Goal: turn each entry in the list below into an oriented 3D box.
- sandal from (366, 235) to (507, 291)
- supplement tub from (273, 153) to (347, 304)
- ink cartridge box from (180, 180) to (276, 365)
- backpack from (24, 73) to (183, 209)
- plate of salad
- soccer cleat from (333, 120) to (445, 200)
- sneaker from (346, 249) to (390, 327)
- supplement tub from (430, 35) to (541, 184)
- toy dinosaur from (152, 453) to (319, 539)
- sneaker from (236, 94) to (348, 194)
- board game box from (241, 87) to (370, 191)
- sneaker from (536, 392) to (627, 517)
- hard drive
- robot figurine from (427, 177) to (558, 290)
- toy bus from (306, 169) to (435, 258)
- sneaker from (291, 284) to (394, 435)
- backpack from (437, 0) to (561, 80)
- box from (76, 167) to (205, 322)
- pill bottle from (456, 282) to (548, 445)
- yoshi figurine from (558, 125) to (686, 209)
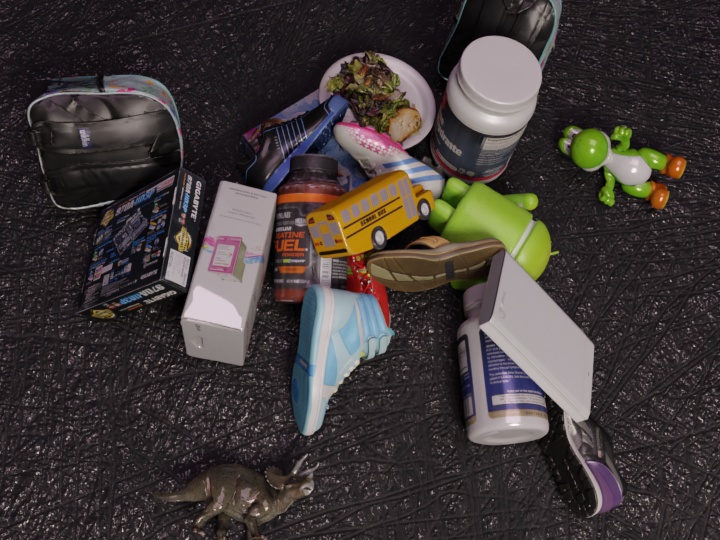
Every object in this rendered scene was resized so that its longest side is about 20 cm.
[{"bbox_3d":[0.104,-0.019,0.918,0.194,0.081,0.055,-10,51,-1],"label":"sandal"},{"bbox_3d":[-0.068,-0.055,0.930,0.104,0.107,0.206,1,87,-6],"label":"supplement tub"},{"bbox_3d":[-0.175,0.009,0.899,0.082,0.145,0.205,13,64,-4],"label":"ink cartridge box"},{"bbox_3d":[-0.355,-0.192,0.953,0.194,0.181,0.152,-6,35,-10],"label":"backpack"},{"bbox_3d":[0.030,-0.281,1.068,0.194,0.048,0.205,4,64,-8],"label":"plate of salad"},{"bbox_3d":[0.040,-0.150,0.995,0.196,0.070,0.088,24,85,-19],"label":"soccer cleat"},{"bbox_3d":[0.000,0.000,0.957,0.075,0.085,0.205,-8,66,-9],"label":"sneaker"},{"bbox_3d":[0.190,-0.242,1.027,0.136,0.201,0.144,2,64,-5],"label":"supplement tub"},{"bbox_3d":[-0.154,0.284,0.826,0.194,0.078,0.104,6,52,2],"label":"toy dinosaur"},{"bbox_3d":[-0.102,-0.200,0.992,0.077,0.070,0.201,39,77,6],"label":"sneaker"},{"bbox_3d":[-0.055,-0.184,1.059,0.197,0.044,0.201,-35,75,-21],"label":"board game box"},{"bbox_3d":[0.295,0.226,0.907,0.086,0.076,0.205,-3,64,-30],"label":"sneaker"},{"bbox_3d":[0.237,0.085,0.871,0.200,0.026,0.133,43,43,-18],"label":"hard drive"},{"bbox_3d":[0.196,-0.051,0.986,0.198,0.116,0.177,33,72,9],"label":"robot figurine"},{"bbox_3d":[0.019,-0.078,0.901,0.199,0.064,0.080,-34,109,-42],"label":"toy bus"},{"bbox_3d":[-0.019,0.122,0.878,0.127,0.079,0.206,2,107,-26],"label":"sneaker"},{"bbox_3d":[0.243,-0.403,1.109,0.173,0.202,0.154,28,49,9],"label":"backpack"},{"bbox_3d":[-0.296,-0.030,0.890,0.046,0.197,0.163,29,54,-44],"label":"box"},{"bbox_3d":[0.190,0.125,0.907,0.108,0.112,0.205,1,65,-6],"label":"pill bottle"},{"bbox_3d":[0.417,-0.175,1.077,0.196,0.112,0.114,24,71,8],"label":"yoshi figurine"}]
